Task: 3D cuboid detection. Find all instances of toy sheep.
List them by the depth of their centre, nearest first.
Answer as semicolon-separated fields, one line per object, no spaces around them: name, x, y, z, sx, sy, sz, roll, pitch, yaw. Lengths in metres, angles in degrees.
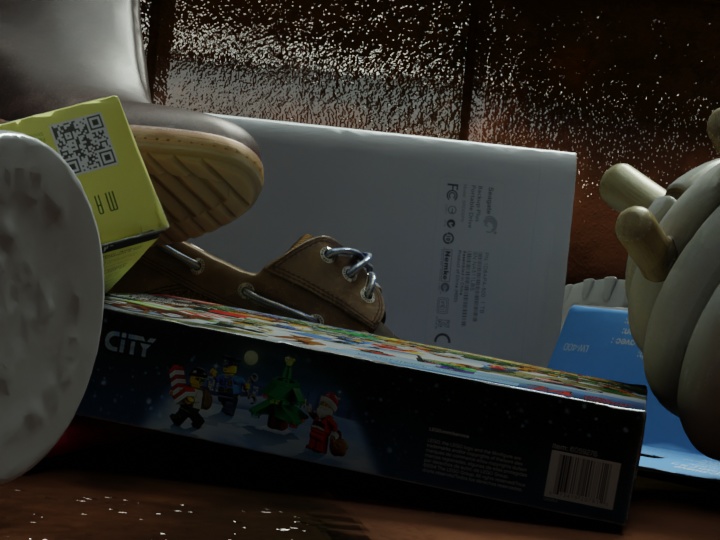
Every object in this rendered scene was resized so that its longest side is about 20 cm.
toy sheep;0.160;0.013;0.676;0.137;0.139;0.200;4;34;-46

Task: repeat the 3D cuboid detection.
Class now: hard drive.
hard drive;0.000;0.000;0.883;0.198;0.133;0.025;5;2;-11

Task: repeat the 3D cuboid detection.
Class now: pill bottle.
pill bottle;-0.178;0.001;0.509;0.198;0.111;0.109;6;1;26

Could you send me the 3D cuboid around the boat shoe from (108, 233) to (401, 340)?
boat shoe;-0.023;0.022;0.765;0.198;0.073;0.072;15;-3;-2

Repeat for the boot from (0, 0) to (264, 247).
boot;-0.113;-0.097;0.777;0.198;0.168;0.073;2;-33;25

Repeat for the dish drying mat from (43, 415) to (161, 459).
dish drying mat;-0.112;0.051;0.677;0.076;0.018;0.200;10;1;14

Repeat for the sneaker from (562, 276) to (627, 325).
sneaker;0.185;0.055;1.007;0.199;0.077;0.080;12;-6;41

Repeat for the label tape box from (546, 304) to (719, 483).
label tape box;0.166;0.052;0.823;0.199;0.064;0.143;5;0;-43

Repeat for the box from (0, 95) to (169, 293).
box;-0.133;-0.002;0.667;0.075;0.051;0.200;-18;-8;-22

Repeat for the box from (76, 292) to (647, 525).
box;0.000;0.044;0.649;0.198;0.038;0.137;11;2;9
